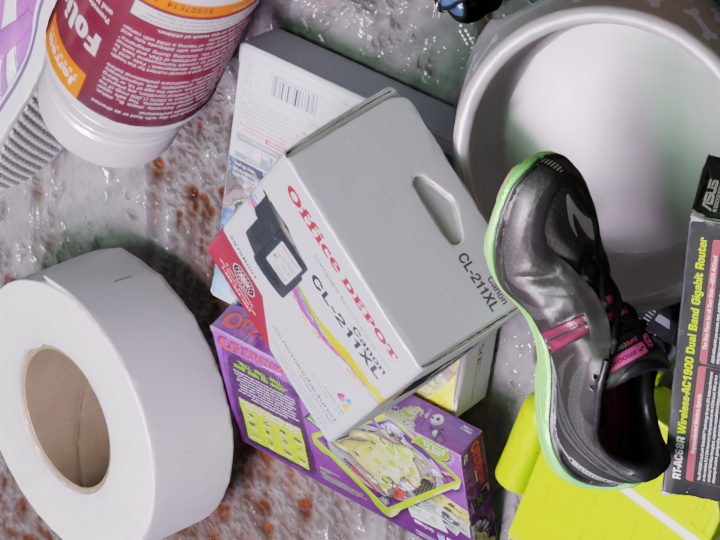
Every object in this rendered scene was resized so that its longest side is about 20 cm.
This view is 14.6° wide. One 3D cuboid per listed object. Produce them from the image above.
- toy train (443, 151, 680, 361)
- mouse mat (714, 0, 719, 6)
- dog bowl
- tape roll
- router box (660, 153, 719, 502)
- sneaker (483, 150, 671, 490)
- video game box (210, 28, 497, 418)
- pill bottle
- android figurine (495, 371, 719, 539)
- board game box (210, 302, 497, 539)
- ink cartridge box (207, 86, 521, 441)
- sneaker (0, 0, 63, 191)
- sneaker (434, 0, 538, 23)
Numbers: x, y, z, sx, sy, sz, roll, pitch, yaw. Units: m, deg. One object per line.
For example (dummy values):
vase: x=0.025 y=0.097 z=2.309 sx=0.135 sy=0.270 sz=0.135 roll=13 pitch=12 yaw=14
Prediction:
toy train: x=0.106 y=-0.013 z=1.627 sx=0.199 sy=0.034 sz=0.046 roll=32 pitch=119 yaw=0
mouse mat: x=0.232 y=-0.201 z=1.430 sx=0.161 sy=0.007 sz=0.201 roll=53 pitch=137 yaw=38
dog bowl: x=0.141 y=-0.067 z=1.546 sx=0.199 sy=0.059 sz=0.201 roll=6 pitch=111 yaw=16
tape roll: x=-0.174 y=0.089 z=1.897 sx=0.202 sy=0.071 sz=0.204 roll=28 pitch=128 yaw=42
router box: x=0.244 y=0.043 z=1.495 sx=0.149 sy=0.062 sz=0.201 roll=10 pitch=130 yaw=11
sneaker: x=0.126 y=0.026 z=1.500 sx=0.084 sy=0.077 sz=0.201 roll=9 pitch=125 yaw=49
video game box: x=0.003 y=-0.030 z=1.734 sx=0.199 sy=0.047 sz=0.183 roll=27 pitch=122 yaw=28
pill bottle: x=-0.130 y=-0.157 z=1.727 sx=0.114 sy=0.114 sz=0.200 roll=48 pitch=143 yaw=12
android figurine: x=0.161 y=0.143 z=1.683 sx=0.182 sy=0.041 sz=0.201 roll=35 pitch=129 yaw=24
board game box: x=-0.004 y=0.105 z=1.784 sx=0.199 sy=0.032 sz=0.120 roll=27 pitch=152 yaw=28
ink cartridge box: x=0.000 y=0.000 z=1.612 sx=0.146 sy=0.083 sz=0.200 roll=57 pitch=159 yaw=5
sneaker: x=-0.230 y=-0.156 z=1.865 sx=0.114 sy=0.072 sz=0.201 roll=43 pitch=125 yaw=26
sneaker: x=0.043 y=-0.187 z=1.607 sx=0.199 sy=0.078 sz=0.090 roll=17 pitch=117 yaw=34
